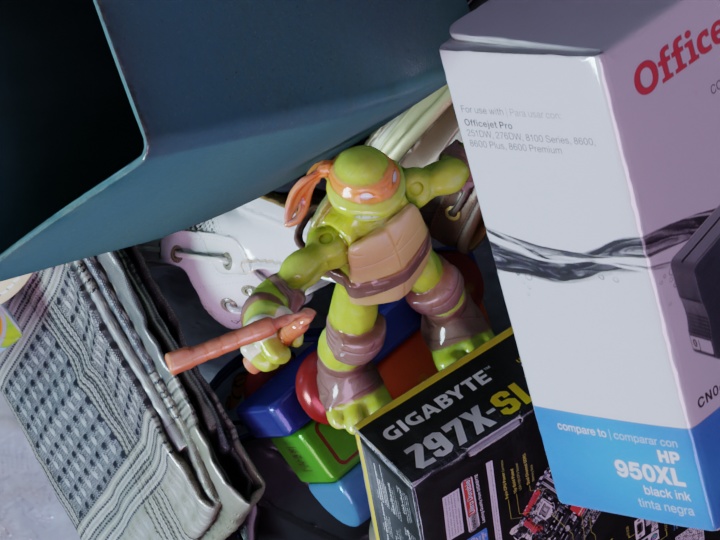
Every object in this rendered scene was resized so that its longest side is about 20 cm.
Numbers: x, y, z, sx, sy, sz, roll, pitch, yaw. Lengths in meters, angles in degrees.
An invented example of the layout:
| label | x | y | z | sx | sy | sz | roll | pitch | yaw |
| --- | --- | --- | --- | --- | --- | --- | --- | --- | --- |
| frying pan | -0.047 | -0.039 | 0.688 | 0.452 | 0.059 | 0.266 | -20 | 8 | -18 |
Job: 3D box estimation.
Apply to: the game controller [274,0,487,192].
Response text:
| label | x | y | z | sx | sy | sz | roll | pitch | yaw |
| --- | --- | --- | --- | --- | --- | --- | --- | --- | --- |
| game controller | 0.027 | -0.108 | 1.175 | 0.042 | 0.104 | 0.200 | 50 | 122 | 10 |

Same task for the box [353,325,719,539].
| label | x | y | z | sx | sy | sz | roll | pitch | yaw |
| --- | --- | --- | --- | --- | --- | --- | --- | --- | --- |
| box | 0.084 | 0.107 | 1.202 | 0.159 | 0.049 | 0.201 | -30 | 137 | -19 |

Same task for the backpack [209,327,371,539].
| label | x | y | z | sx | sy | sz | roll | pitch | yaw |
| --- | --- | --- | --- | --- | --- | --- | --- | --- | --- |
| backpack | 0.004 | 0.111 | 1.359 | 0.190 | 0.155 | 0.200 | 27 | 130 | -23 |

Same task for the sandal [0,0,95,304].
| label | x | y | z | sx | sy | sz | roll | pitch | yaw |
| --- | --- | --- | --- | --- | --- | --- | --- | --- | --- |
| sandal | -0.160 | -0.040 | 1.160 | 0.077 | 0.070 | 0.212 | 19 | 131 | -8 |

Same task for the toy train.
| label | x | y | z | sx | sy | sz | roll | pitch | yaw |
| --- | --- | --- | --- | --- | --- | --- | --- | --- | --- |
| toy train | 0.051 | 0.041 | 1.254 | 0.116 | 0.200 | 0.085 | 54 | 159 | -10 |

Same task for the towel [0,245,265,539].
| label | x | y | z | sx | sy | sz | roll | pitch | yaw |
| --- | --- | --- | --- | --- | --- | --- | --- | --- | --- |
| towel | -0.126 | 0.057 | 1.296 | 0.034 | 0.193 | 0.200 | -22 | 167 | -28 |

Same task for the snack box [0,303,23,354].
| label | x | y | z | sx | sy | sz | roll | pitch | yaw |
| --- | --- | --- | --- | --- | --- | --- | --- | --- | --- |
| snack box | -0.266 | -0.005 | 1.243 | 0.142 | 0.053 | 0.200 | -38 | 123 | -6 |

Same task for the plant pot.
| label | x | y | z | sx | sy | sz | roll | pitch | yaw |
| --- | --- | --- | --- | --- | --- | --- | --- | --- | --- |
| plant pot | -0.063 | -0.095 | 1.046 | 0.199 | 0.142 | 0.141 | -12 | 168 | -42 |

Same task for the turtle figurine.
| label | x | y | z | sx | sy | sz | roll | pitch | yaw |
| --- | --- | --- | --- | --- | --- | --- | --- | --- | --- |
| turtle figurine | 0.000 | 0.000 | 1.107 | 0.064 | 0.200 | 0.162 | 39 | 159 | 27 |

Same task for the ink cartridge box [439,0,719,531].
| label | x | y | z | sx | sy | sz | roll | pitch | yaw |
| --- | --- | --- | --- | --- | --- | --- | --- | --- | --- |
| ink cartridge box | 0.125 | -0.025 | 1.062 | 0.084 | 0.144 | 0.201 | 8 | 123 | 44 |

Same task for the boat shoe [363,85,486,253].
| label | x | y | z | sx | sy | sz | roll | pitch | yaw |
| --- | --- | --- | --- | --- | --- | --- | --- | --- | --- |
| boat shoe | 0.084 | -0.086 | 1.163 | 0.068 | 0.072 | 0.200 | 50 | 122 | 11 |

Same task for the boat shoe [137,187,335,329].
| label | x | y | z | sx | sy | sz | roll | pitch | yaw |
| --- | --- | --- | --- | --- | --- | --- | --- | --- | --- |
| boat shoe | -0.045 | -0.006 | 1.246 | 0.071 | 0.070 | 0.200 | 8 | -174 | -38 |
